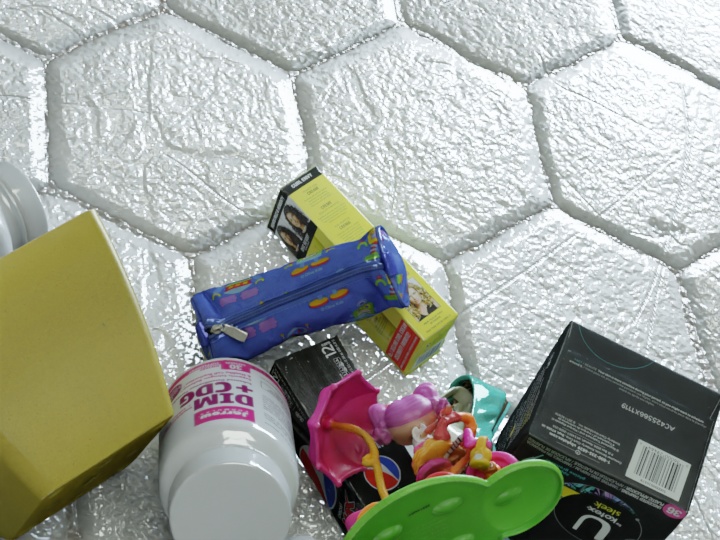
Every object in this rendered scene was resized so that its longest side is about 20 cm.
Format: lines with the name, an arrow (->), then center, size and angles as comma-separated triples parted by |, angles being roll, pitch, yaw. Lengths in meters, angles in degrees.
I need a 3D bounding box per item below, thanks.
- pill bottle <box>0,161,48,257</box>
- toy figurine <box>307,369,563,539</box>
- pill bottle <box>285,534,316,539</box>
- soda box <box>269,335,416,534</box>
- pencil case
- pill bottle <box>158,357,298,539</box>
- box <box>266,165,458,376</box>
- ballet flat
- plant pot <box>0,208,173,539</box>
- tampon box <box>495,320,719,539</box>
pill bottle -> -0.374, -0.017, 1.682 | 0.200, 0.112, 0.112 | -29, 70, -32
toy figurine -> 0.038, 0.151, 1.599 | 0.200, 0.150, 0.184 | -26, 47, -5
pill bottle -> -0.121, 0.285, 1.562 | 0.200, 0.112, 0.112 | -9, 61, -23
soda box -> -0.007, 0.161, 1.709 | 0.071, 0.063, 0.200 | -21, 66, -27
pencil case -> -0.056, 0.028, 1.728 | 0.200, 0.087, 0.078 | -21, 89, 3
pill bottle -> -0.108, 0.157, 1.592 | 0.113, 0.113, 0.200 | 12, 17, -10
box -> 0.000, 0.000, 1.814 | 0.050, 0.075, 0.200 | -35, 74, -30
ballet flat -> 0.083, 0.150, 1.711 | 0.070, 0.067, 0.200 | 30, 25, -2
plant pot -> -0.270, 0.101, 1.597 | 0.200, 0.200, 0.176 | -32, 82, -32
tampon box -> 0.196, 0.171, 1.683 | 0.150, 0.200, 0.126 | 25, 54, 1
